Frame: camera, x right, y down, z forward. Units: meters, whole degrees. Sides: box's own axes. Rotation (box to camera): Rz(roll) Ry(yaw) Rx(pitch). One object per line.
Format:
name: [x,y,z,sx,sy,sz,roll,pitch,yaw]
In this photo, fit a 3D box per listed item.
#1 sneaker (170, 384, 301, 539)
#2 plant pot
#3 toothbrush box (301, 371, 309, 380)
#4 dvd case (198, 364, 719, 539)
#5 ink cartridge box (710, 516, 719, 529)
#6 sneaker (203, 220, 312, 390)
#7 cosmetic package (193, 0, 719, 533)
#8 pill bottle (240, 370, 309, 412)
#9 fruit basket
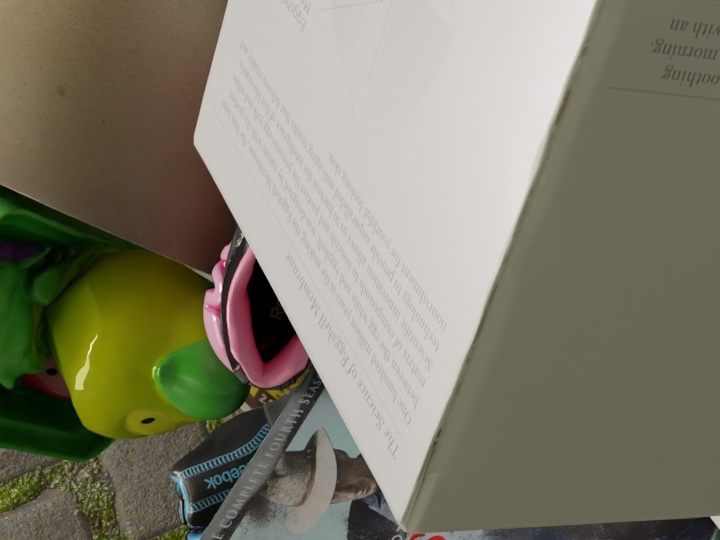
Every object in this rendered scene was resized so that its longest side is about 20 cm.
sneaker: [-0.058,0.106,0.818,0.200,0.081,0.074,103,145,-72]
plant pot: [-0.128,-0.094,0.849,0.136,0.198,0.200,-67,14,-1]
toothbrush box: [0.073,0.101,0.758,0.200,0.145,0.086,-129,22,-62]
dvd case: [0.044,0.101,0.651,0.198,0.146,0.022,10,133,25]
ink cartridge box: [0.143,0.025,0.546,0.177,0.044,0.202,-121,15,-47]
sneaker: [-0.024,-0.037,0.720,0.095,0.078,0.203,-87,9,-80]
cosmetic package: [0.053,-0.068,0.460,0.200,0.121,0.202,58,137,48]
pill bottle: [0.000,0.000,0.874,0.110,0.108,0.201,64,142,28]
fruit basket: [-0.148,0.040,0.845,0.215,0.156,0.216,38,-172,-7]
